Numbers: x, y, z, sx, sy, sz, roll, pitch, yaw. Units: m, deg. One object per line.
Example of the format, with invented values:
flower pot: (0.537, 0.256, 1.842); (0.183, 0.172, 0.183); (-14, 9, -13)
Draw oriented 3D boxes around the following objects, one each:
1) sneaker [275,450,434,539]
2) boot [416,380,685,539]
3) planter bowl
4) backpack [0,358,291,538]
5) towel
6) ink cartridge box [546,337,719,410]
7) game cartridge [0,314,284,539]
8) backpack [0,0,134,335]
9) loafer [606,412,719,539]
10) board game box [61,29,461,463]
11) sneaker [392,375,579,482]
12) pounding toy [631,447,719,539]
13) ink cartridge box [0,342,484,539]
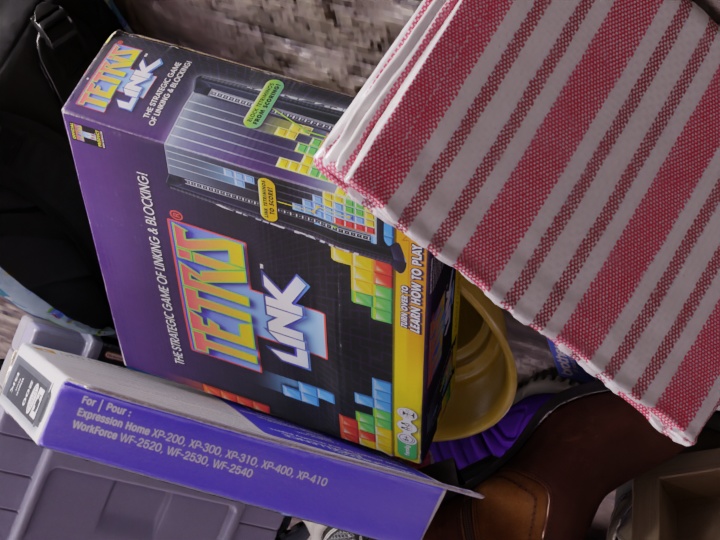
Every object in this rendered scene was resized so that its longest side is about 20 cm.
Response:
sneaker: (0.003, 0.169, 0.964); (0.075, 0.080, 0.200); (59, 149, 17)
boot: (0.102, 0.160, 0.779); (0.188, 0.200, 0.069); (-21, 132, 9)
planter bowl: (0.000, 0.000, 0.835); (0.200, 0.084, 0.201); (18, 147, 13)
backpack: (-0.129, 0.102, 1.062); (0.200, 0.147, 0.183); (20, 146, 10)
towel: (0.095, -0.042, 0.626); (0.200, 0.147, 0.030); (36, 170, -20)
ink cartridge box: (0.186, 0.030, 0.783); (0.200, 0.042, 0.119); (9, 150, 25)
game cartridge: (-0.123, 0.108, 0.913); (0.200, 0.130, 0.038); (18, -168, -34)
backpack: (-0.160, -0.053, 0.829); (0.154, 0.163, 0.200); (11, 158, 43)
loafer: (0.197, 0.145, 0.945); (0.075, 0.070, 0.200); (24, 153, 4)
board game box: (-0.038, -0.004, 0.725); (0.165, 0.057, 0.200); (16, 146, 13)
sneaker: (0.088, 0.127, 0.972); (0.070, 0.100, 0.200); (37, 152, -26)
pounding toy: (0.254, 0.196, 0.806); (0.200, 0.184, 0.142); (-12, 135, 23)
ink cartridge box: (-0.067, 0.087, 0.781); (0.198, 0.044, 0.200); (18, 176, -19)
